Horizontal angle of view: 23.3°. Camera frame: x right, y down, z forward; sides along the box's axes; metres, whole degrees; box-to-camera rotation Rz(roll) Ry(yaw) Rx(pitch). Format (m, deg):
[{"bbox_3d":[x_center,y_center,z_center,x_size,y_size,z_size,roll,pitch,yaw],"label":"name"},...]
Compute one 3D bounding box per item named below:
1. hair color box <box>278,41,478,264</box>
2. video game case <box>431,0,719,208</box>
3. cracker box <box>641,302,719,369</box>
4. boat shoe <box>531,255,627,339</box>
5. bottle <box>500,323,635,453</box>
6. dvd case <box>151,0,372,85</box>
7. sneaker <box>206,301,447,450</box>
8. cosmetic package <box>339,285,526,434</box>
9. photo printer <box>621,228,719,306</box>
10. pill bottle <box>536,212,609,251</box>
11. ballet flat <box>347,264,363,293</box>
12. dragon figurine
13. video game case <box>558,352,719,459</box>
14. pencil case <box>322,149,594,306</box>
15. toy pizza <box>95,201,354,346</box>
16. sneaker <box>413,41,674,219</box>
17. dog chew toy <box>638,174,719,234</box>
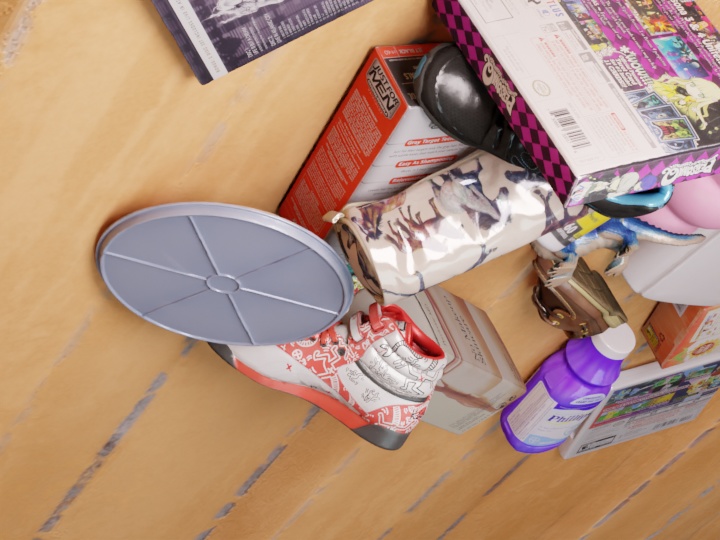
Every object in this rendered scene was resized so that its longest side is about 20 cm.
[{"bbox_3d":[0.024,-0.085,1.325,0.101,0.061,0.200,-8,150,-34],"label":"hair color box"},{"bbox_3d":[0.170,-0.140,1.196,0.180,0.200,0.036,-13,145,-25],"label":"video game case"},{"bbox_3d":[0.420,0.030,1.903,0.199,0.058,0.134,-14,153,-21],"label":"cracker box"},{"bbox_3d":[0.201,0.028,1.686,0.067,0.072,0.200,-33,156,10],"label":"boat shoe"},{"bbox_3d":[0.228,0.124,1.894,0.083,0.066,0.200,-5,148,-34],"label":"bottle"},{"bbox_3d":[-0.035,-0.200,1.110,0.199,0.016,0.149,-27,155,1],"label":"dvd case"},{"bbox_3d":[-0.026,0.060,1.477,0.108,0.201,0.067,-59,-177,21],"label":"sneaker"},{"bbox_3d":[0.064,0.076,1.616,0.087,0.104,0.200,-34,155,16],"label":"cosmetic package"},{"bbox_3d":[0.368,-0.047,1.699,0.166,0.070,0.200,7,140,-48],"label":"photo printer"},{"bbox_3d":[0.205,-0.112,1.382,0.199,0.115,0.114,-33,153,14],"label":"pill bottle"},{"bbox_3d":[0.000,0.000,1.440,0.199,0.076,0.064,-16,125,-17],"label":"ballet flat"},{"bbox_3d":[0.192,-0.047,1.487,0.199,0.100,0.059,-12,162,-1],"label":"dragon figurine"},{"bbox_3d":[0.353,0.155,2.117,0.199,0.023,0.183,-13,152,-22],"label":"video game case"},{"bbox_3d":[0.077,-0.047,1.290,0.199,0.090,0.078,-25,-176,-6],"label":"pencil case"},{"bbox_3d":[-0.103,-0.002,1.336,0.199,0.032,0.201,5,148,3],"label":"toy pizza"},{"bbox_3d":[0.131,-0.100,1.211,0.074,0.199,0.082,-64,-168,1],"label":"sneaker"},{"bbox_3d":[0.309,-0.094,1.512,0.124,0.125,0.200,2,151,-44],"label":"dog chew toy"}]
